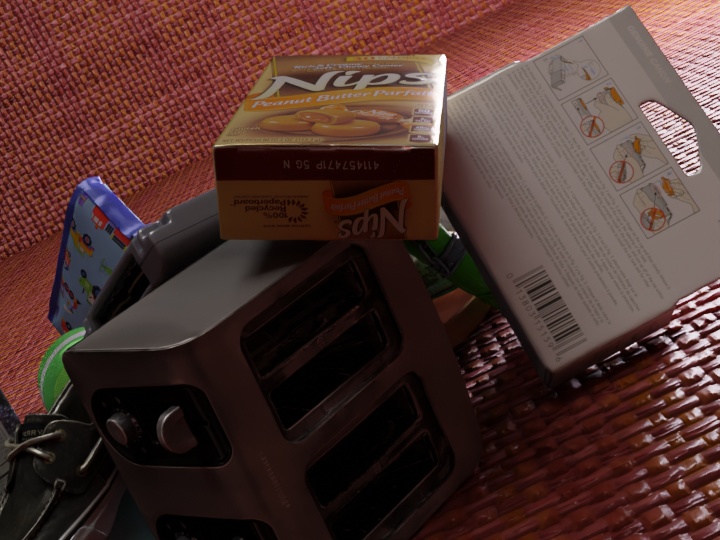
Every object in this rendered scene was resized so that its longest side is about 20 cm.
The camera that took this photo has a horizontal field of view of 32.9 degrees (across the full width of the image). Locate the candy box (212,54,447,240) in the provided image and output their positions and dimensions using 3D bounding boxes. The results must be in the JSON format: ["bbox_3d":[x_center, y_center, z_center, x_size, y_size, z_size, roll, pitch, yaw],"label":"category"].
[{"bbox_3d":[-0.009,-0.077,0.703,0.115,0.056,0.200,1,24,5],"label":"candy box"}]

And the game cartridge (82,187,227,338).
[{"bbox_3d":[-0.109,-0.007,0.825,0.133,0.041,0.200,-33,-5,-31],"label":"game cartridge"}]

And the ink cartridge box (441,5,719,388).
[{"bbox_3d":[0.148,-0.052,0.793,0.173,0.201,0.044,-27,-21,-4],"label":"ink cartridge box"}]

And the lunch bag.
[{"bbox_3d":[-0.194,0.021,1.050,0.094,0.151,0.200,-35,-20,-28],"label":"lunch bag"}]

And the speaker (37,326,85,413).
[{"bbox_3d":[-0.158,0.109,0.870,0.088,0.089,0.200,-33,36,-23],"label":"speaker"}]

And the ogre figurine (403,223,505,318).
[{"bbox_3d":[0.135,-0.042,0.885,0.200,0.120,0.098,-41,4,-34],"label":"ogre figurine"}]

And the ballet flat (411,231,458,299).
[{"bbox_3d":[0.000,0.000,0.950,0.199,0.071,0.069,-19,30,32],"label":"ballet flat"}]

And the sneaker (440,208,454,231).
[{"bbox_3d":[0.079,-0.041,1.072,0.199,0.092,0.076,-19,16,32],"label":"sneaker"}]

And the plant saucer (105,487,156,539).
[{"bbox_3d":[-0.203,0.195,0.733,0.200,0.036,0.200,-33,28,20],"label":"plant saucer"}]

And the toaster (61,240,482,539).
[{"bbox_3d":[-0.038,0.076,0.698,0.118,0.182,0.200,-3,26,47],"label":"toaster"}]

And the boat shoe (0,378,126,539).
[{"bbox_3d":[-0.171,0.107,0.700,0.072,0.071,0.200,-9,36,35],"label":"boat shoe"}]

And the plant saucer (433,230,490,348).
[{"bbox_3d":[0.029,0.037,0.972,0.200,0.032,0.200,-29,19,11],"label":"plant saucer"}]

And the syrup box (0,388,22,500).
[{"bbox_3d":[-0.281,0.140,0.860,0.079,0.201,0.081,-11,22,47],"label":"syrup box"}]
